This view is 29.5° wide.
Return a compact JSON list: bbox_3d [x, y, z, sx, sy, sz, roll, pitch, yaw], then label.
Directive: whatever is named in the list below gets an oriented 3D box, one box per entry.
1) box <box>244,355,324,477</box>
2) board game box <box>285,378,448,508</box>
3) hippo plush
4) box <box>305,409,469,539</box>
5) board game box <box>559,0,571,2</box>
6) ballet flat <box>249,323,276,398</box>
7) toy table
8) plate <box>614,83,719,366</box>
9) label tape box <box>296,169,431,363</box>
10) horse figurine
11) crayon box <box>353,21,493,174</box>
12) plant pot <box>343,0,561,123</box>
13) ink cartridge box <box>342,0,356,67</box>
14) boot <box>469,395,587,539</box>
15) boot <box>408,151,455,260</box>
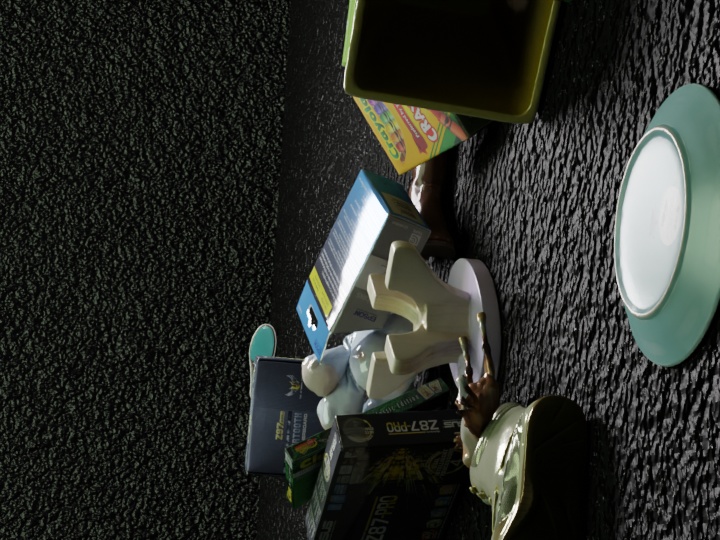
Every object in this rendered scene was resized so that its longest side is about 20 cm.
[{"bbox_3d":[-0.114,0.253,2.364,0.051,0.155,0.203,-164,80,-80],"label":"box"},{"bbox_3d":[0.007,0.195,1.547,0.024,0.198,0.105,56,158,30],"label":"board game box"},{"bbox_3d":[0.043,0.120,1.687,0.200,0.160,0.160,-44,9,-31],"label":"hippo plush"},{"bbox_3d":[0.033,0.231,1.502,0.201,0.159,0.050,106,159,-45],"label":"box"},{"bbox_3d":[0.165,-0.296,1.177,0.200,0.103,0.024,118,159,-68],"label":"board game box"},{"bbox_3d":[-0.244,0.232,3.433,0.069,0.068,0.203,-156,70,-80],"label":"ballet flat"},{"bbox_3d":[0.075,0.058,1.486,0.200,0.115,0.187,-120,36,-72],"label":"toy table"},{"bbox_3d":[0.216,-0.033,0.978,0.200,0.025,0.203,-174,90,-81],"label":"plate"},{"bbox_3d":[0.000,0.000,1.644,0.202,0.065,0.144,-65,22,18],"label":"label tape box"},{"bbox_3d":[0.115,0.141,1.337,0.201,0.049,0.134,84,-177,-48],"label":"horse figurine"},{"bbox_3d":[0.060,-0.189,1.573,0.128,0.051,0.200,58,153,-4],"label":"crayon box"},{"bbox_3d":[0.091,-0.287,1.383,0.201,0.192,0.197,-90,9,-63],"label":"plant pot"},{"bbox_3d":[0.064,-0.341,1.669,0.076,0.145,0.203,-139,56,-79],"label":"ink cartridge box"},{"bbox_3d":[0.135,0.210,1.182,0.155,0.071,0.203,150,132,-77],"label":"boot"},{"bbox_3d":[0.089,-0.117,1.681,0.186,0.063,0.203,-179,99,-78],"label":"boot"}]
